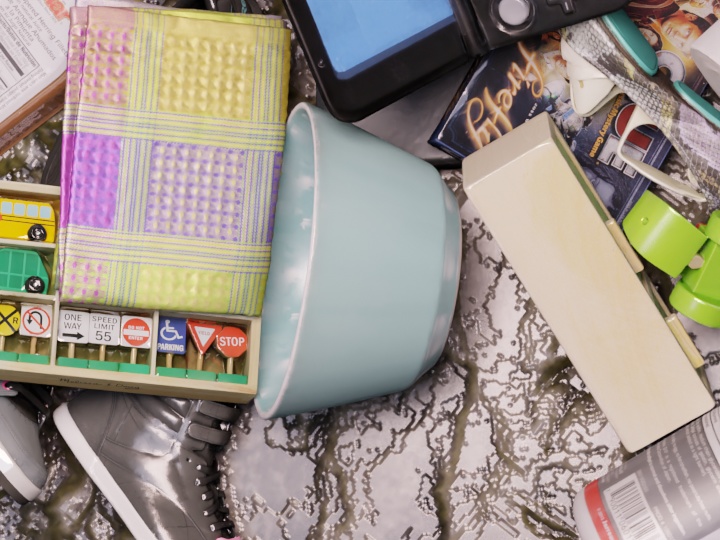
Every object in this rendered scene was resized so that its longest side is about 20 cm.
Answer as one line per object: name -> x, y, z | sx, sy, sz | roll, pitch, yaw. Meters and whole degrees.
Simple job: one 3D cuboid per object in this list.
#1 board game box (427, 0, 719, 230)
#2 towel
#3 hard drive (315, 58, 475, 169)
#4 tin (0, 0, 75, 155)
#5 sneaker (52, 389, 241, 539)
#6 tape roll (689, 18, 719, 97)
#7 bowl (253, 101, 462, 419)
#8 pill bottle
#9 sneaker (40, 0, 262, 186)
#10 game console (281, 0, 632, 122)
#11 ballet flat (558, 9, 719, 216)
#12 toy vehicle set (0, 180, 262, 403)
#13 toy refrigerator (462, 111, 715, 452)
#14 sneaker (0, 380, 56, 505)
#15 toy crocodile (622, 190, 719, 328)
board game box -> 0.151, -0.134, 1.713 | 0.135, 0.035, 0.200 | 30, 86, -7
towel -> -0.119, -0.074, 1.695 | 0.144, 0.023, 0.200 | 5, 85, -14
hard drive -> 0.039, -0.165, 1.759 | 0.139, 0.033, 0.200 | -3, 84, 9
tin -> -0.263, -0.132, 1.804 | 0.200, 0.042, 0.112 | -38, 84, 4
sneaker -> -0.104, 0.135, 1.732 | 0.099, 0.071, 0.200 | -42, 75, 8
tape roll -> 0.291, -0.086, 1.625 | 0.071, 0.202, 0.202 | -42, 80, 3
bowl -> 0.000, 0.000, 1.683 | 0.105, 0.201, 0.201 | 7, 85, -10
pill bottle -> 0.241, 0.138, 1.644 | 0.200, 0.116, 0.116 | -32, 80, 12
sneaker -> -0.147, -0.113, 1.762 | 0.075, 0.079, 0.200 | 39, 93, 11
game console -> 0.043, -0.212, 1.580 | 0.176, 0.116, 0.200 | -15, 106, 28
ballet flat -> 0.172, -0.107, 1.668 | 0.200, 0.072, 0.072 | 45, 92, -5
toy vehicle set -> -0.162, 0.013, 1.702 | 0.200, 0.027, 0.124 | 6, 72, -14
toy refrigerator -> 0.144, 0.005, 1.666 | 0.070, 0.076, 0.200 | -30, 103, 10
sneaker -> -0.208, 0.048, 1.736 | 0.121, 0.084, 0.200 | -29, 56, 4
toy crocodile -> 0.254, 0.004, 1.667 | 0.200, 0.062, 0.068 | 16, 110, -19
